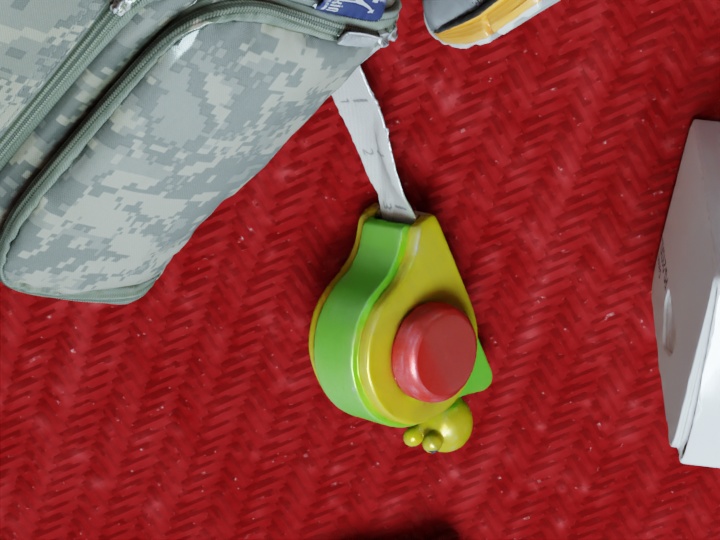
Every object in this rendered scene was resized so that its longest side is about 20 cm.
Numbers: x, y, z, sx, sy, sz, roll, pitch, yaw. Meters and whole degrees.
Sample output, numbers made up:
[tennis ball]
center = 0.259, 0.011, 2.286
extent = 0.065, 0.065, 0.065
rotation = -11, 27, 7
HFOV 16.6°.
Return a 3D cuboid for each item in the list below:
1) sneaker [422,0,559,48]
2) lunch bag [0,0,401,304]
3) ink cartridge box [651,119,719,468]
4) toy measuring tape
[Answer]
[sneaker]
center = 0.080, -0.152, 0.922
extent = 0.077, 0.078, 0.200
rotation = 52, 138, 1
[lunch bag]
center = -0.098, -0.089, 0.943
extent = 0.167, 0.140, 0.200
rotation = 27, 126, -26
[ink cartridge box]
center = 0.223, 0.017, 0.980
extent = 0.198, 0.145, 0.085
rotation = 7, 118, -1
[toy measuring tape]
center = 0.000, 0.000, 1.025
extent = 0.073, 0.074, 0.201
rotation = -17, 119, 12
